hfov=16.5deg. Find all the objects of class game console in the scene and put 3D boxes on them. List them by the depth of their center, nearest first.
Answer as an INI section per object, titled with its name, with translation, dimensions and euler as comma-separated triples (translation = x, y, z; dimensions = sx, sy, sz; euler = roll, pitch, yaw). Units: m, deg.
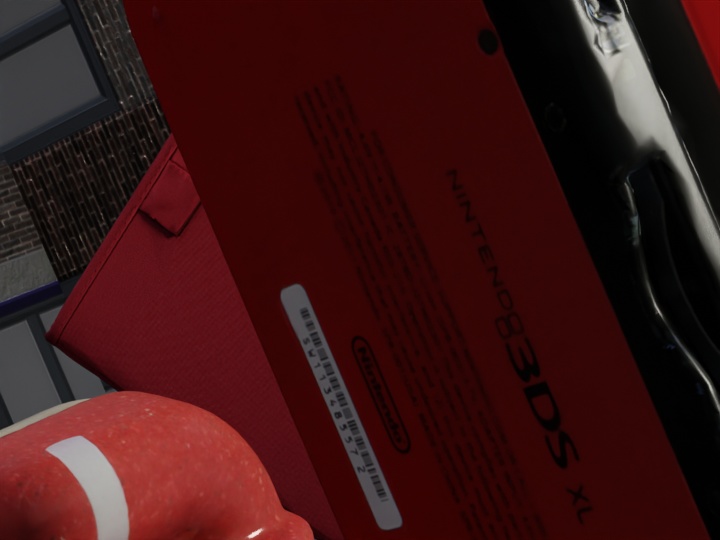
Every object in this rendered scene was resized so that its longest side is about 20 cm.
[game console]
translation = 0.074, -0.007, 0.450
dimensions = 0.118, 0.201, 0.172
euler = -23, 0, -37

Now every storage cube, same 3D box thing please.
[storage cube]
translation = 0.000, 0.000, 1.106
dimensions = 0.200, 0.180, 0.171
euler = -56, -7, 12

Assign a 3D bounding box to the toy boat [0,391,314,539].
[toy boat]
translation = -0.051, 0.104, 0.499
dimensions = 0.130, 0.131, 0.200
euler = -2, 14, 35
